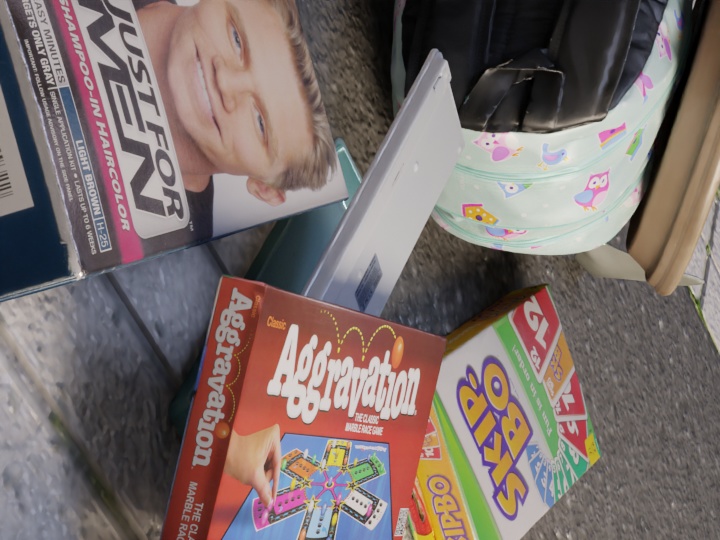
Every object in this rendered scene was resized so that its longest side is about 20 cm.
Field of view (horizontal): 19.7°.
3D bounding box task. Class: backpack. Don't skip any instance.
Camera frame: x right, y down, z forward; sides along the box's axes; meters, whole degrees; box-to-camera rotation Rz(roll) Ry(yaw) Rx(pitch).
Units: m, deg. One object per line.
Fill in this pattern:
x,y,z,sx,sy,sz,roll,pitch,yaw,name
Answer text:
0.089,-0.109,0.980,0.127,0.166,0.200,72,27,-48,backpack

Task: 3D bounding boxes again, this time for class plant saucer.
-0.028,0.024,0.831,0.070,0.019,0.200,63,27,-23,plant saucer
0.168,-0.086,1.018,0.200,0.029,0.201,18,90,-86,plant saucer

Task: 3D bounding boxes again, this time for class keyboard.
0.000,0.000,0.805,0.056,0.011,0.200,78,31,-48,keyboard

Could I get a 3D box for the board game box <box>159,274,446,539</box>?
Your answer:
-0.016,0.064,0.757,0.200,0.019,0.103,18,83,-69,board game box

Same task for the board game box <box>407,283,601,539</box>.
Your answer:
0.063,0.074,0.979,0.200,0.030,0.096,-28,101,-61,board game box

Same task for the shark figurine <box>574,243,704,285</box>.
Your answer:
0.123,-0.094,1.121,0.128,0.089,0.215,10,66,-61,shark figurine

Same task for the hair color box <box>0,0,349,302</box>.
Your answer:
-0.081,-0.053,0.715,0.200,0.060,0.100,-22,97,-65,hair color box
